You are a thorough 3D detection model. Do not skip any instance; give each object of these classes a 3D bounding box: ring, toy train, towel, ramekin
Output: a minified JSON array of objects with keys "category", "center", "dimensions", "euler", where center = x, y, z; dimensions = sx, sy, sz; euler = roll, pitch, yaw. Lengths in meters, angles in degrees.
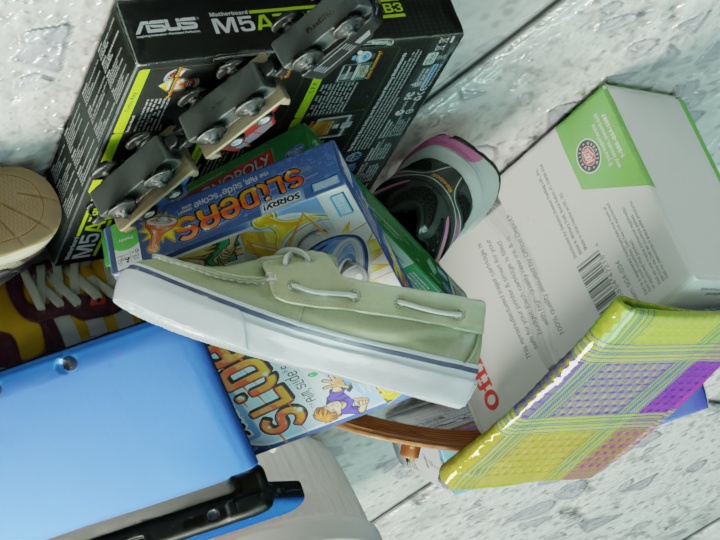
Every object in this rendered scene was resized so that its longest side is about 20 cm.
[{"category":"ring","center":[0.026,0.094,1.568],"dimensions":[0.200,0.200,0.019],"euler":[3,103,-42]},{"category":"toy train","center":[-0.065,-0.082,1.188],"dimensions":[0.200,0.034,0.046],"euler":[-36,160,26]},{"category":"towel","center":[0.148,0.078,1.444],"dimensions":[0.143,0.023,0.200],"euler":[1,144,-40]},{"category":"ramekin","center":[-0.090,0.203,1.760],"dimensions":[0.200,0.105,0.200],"euler":[-17,155,-8]}]

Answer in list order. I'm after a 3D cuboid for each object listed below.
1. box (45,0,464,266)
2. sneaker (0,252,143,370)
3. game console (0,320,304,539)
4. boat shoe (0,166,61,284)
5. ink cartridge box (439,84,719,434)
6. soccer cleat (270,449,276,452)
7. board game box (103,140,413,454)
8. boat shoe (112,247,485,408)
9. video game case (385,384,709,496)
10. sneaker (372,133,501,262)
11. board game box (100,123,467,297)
[{"category":"box","center":[-0.065,-0.081,1.281],"dimensions":[0.193,0.048,0.200],"euler":[-7,152,-25]},{"category":"sneaker","center":[-0.163,0.008,1.352],"dimensions":[0.200,0.075,0.090],"euler":[-7,153,-48]},{"category":"game console","center":[-0.153,0.111,1.335],"dimensions":[0.200,0.118,0.171],"euler":[-18,173,8]},{"category":"boat shoe","center":[-0.258,0.000,1.257],"dimensions":[0.200,0.072,0.065],"euler":[-19,151,-21]},{"category":"ink cartridge box","center":[0.142,0.000,1.490],"dimensions":[0.084,0.146,0.200],"euler":[3,146,-44]},{"category":"soccer cleat","center":[-0.151,0.127,1.546],"dimensions":[0.200,0.078,0.069],"euler":[-26,156,-9]},{"category":"board game box","center":[-0.041,0.021,1.299],"dimensions":[0.135,0.034,0.200],"euler":[-21,141,8]},{"category":"boat shoe","center":[-0.030,0.020,1.225],"dimensions":[0.200,0.062,0.072],"euler":[16,176,-15]},{"category":"video game case","center":[0.134,0.106,1.722],"dimensions":[0.200,0.046,0.181],"euler":[-18,-176,-9]},{"category":"sneaker","center":[0.000,0.000,1.430],"dimensions":[0.086,0.080,0.200],"euler":[-39,165,-52]},{"category":"board game box","center":[-0.038,0.006,1.334],"dimensions":[0.134,0.029,0.200],"euler":[-27,141,15]}]
